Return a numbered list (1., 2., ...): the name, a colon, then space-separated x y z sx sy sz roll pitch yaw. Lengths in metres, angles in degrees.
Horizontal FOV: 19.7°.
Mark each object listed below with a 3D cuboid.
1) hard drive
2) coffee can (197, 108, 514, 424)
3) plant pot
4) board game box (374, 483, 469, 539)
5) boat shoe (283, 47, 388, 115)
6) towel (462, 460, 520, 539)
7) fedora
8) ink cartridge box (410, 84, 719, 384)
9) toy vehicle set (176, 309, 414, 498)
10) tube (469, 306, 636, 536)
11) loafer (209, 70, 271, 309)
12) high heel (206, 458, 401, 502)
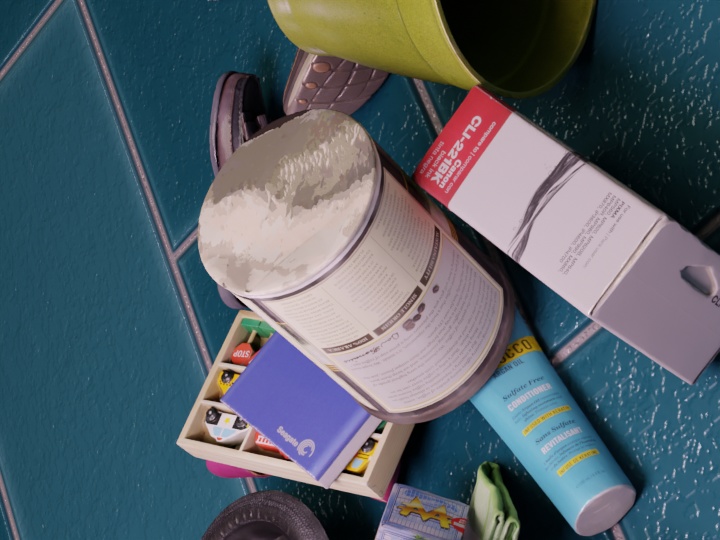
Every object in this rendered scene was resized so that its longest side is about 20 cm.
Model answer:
1. hard drive: -0.005 0.055 1.592 0.200 0.025 0.132 -51 45 -5
2. coffee can: 0.000 0.000 1.465 0.146 0.200 0.147 -19 52 25
3. plant pot: 0.037 -0.223 1.499 0.192 0.200 0.201 3 87 40
4. board game box: 0.022 0.245 1.437 0.200 0.061 0.201 91 -164 -78
5. boat shoe: -0.004 -0.208 1.667 0.200 0.074 0.073 -58 37 14
6. towel: 0.068 0.248 1.489 0.149 0.031 0.201 -111 35 -79
7. fedora: -0.056 0.270 1.635 0.200 0.091 0.202 -8 79 47
8. ink cartridge box: 0.152 -0.024 1.395 0.084 0.144 0.200 -55 47 4
9. toy vehicle set: -0.041 0.102 1.624 0.199 0.027 0.125 7 65 39
10. tube: 0.124 0.101 1.489 0.200 0.077 0.051 54 163 36
11. loafer: -0.084 -0.068 1.741 0.063 0.072 0.201 -1 90 28
12. high heel: -0.052 0.160 1.659 0.200 0.067 0.097 -26 56 40
